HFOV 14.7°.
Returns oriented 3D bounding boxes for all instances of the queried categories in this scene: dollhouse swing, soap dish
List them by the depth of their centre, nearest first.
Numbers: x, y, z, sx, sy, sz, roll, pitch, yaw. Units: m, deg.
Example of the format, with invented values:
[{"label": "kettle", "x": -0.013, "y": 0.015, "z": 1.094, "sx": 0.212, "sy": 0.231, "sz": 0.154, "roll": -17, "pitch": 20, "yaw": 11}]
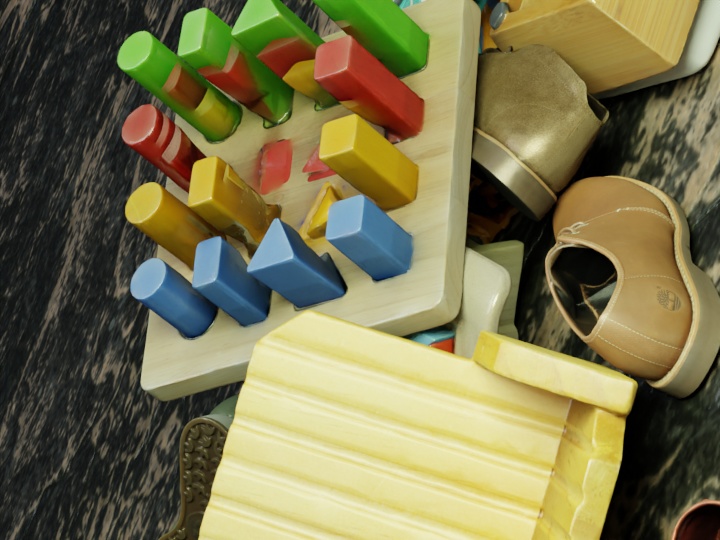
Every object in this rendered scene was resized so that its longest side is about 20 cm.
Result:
[{"label": "dollhouse swing", "x": 0.015, "y": 0.120, "z": 1.343, "sx": 0.182, "sy": 0.175, "sz": 0.201, "roll": -149, "pitch": 76, "yaw": -88}, {"label": "soap dish", "x": 0.151, "y": -0.197, "z": 1.522, "sx": 0.157, "sy": 0.081, "sz": 0.201, "roll": -10, "pitch": 58, "yaw": 68}]

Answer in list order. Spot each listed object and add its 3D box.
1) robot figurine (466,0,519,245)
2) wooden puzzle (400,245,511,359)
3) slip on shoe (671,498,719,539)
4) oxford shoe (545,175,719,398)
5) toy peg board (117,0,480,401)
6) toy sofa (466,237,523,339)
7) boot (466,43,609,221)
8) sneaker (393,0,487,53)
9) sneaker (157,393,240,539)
[{"label": "robot figurine", "x": 0.058, "y": -0.083, "z": 1.683, "sx": 0.145, "sy": 0.058, "sz": 0.201, "roll": -54, "pitch": 22, "yaw": 38}, {"label": "wooden puzzle", "x": 0.005, "y": 0.068, "z": 1.507, "sx": 0.185, "sy": 0.037, "sz": 0.201, "roll": 30, "pitch": 120, "yaw": 48}, {"label": "slip on shoe", "x": 0.182, "y": 0.129, "z": 1.108, "sx": 0.074, "sy": 0.061, "sz": 0.200, "roll": -67, "pitch": 20, "yaw": -2}, {"label": "oxford shoe", "x": 0.123, "y": -0.007, "z": 1.409, "sx": 0.072, "sy": 0.071, "sz": 0.200, "roll": -64, "pitch": 17, "yaw": 15}, {"label": "toy peg board", "x": -0.049, "y": -0.058, "z": 1.487, "sx": 0.199, "sy": 0.098, "sz": 0.200, "roll": -17, "pitch": 52, "yaw": 32}, {"label": "toy sofa", "x": 0.000, "y": 0.000, "z": 1.601, "sx": 0.200, "sy": 0.083, "sz": 0.098, "roll": 31, "pitch": 122, "yaw": 47}, {"label": "boot", "x": 0.073, "y": -0.093, "z": 1.544, "sx": 0.076, "sy": 0.074, "sz": 0.200, "roll": -48, "pitch": 32, "yaw": -1}, {"label": "sneaker", "x": 0.073, "y": -0.203, "z": 1.607, "sx": 0.077, "sy": 0.079, "sz": 0.201, "roll": -20, "pitch": -42, "yaw": -55}, {"label": "sneaker", "x": -0.077, "y": 0.152, "z": 1.800, "sx": 0.090, "sy": 0.067, "sz": 0.201, "roll": -35, "pitch": -30, "yaw": -41}]
